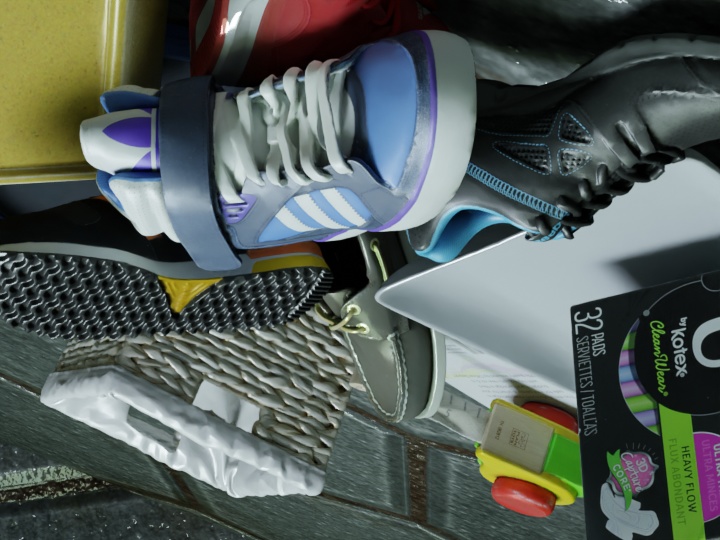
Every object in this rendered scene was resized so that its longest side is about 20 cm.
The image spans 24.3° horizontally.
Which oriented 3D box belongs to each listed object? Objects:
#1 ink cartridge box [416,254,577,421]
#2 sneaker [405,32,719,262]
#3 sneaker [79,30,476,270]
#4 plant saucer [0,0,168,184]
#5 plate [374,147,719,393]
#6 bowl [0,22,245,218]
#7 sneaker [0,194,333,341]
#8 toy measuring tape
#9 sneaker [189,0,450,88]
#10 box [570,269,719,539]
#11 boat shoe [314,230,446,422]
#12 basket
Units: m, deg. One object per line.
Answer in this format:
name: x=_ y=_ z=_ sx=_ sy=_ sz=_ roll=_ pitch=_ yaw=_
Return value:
ink cartridge box: x=0.095 y=0.028 z=1.065 sx=0.200 sy=0.086 sz=0.147 roll=31 pitch=161 yaw=-30
sneaker: x=0.105 y=-0.053 z=0.760 sx=0.200 sy=0.082 sz=0.073 roll=-10 pitch=161 yaw=34
sneaker: x=-0.048 y=-0.055 z=0.750 sx=0.146 sy=0.081 sz=0.200 roll=1 pitch=168 yaw=-22
plant saucer: x=-0.189 y=-0.105 z=0.807 sx=0.200 sy=0.049 sz=0.200 roll=-4 pitch=140 yaw=-15
plate: x=0.141 y=0.001 z=0.889 sx=0.200 sy=0.032 sz=0.199 roll=-25 pitch=146 yaw=35
bowl: x=-0.138 y=-0.061 z=0.951 sx=0.200 sy=0.039 sz=0.201 roll=-11 pitch=142 yaw=-9
sneaker: x=-0.114 y=-0.019 z=0.865 sx=0.200 sy=0.090 sz=0.070 roll=2 pitch=144 yaw=-30
toy measuring tape: x=0.078 y=0.106 z=1.064 sx=0.200 sy=0.074 sz=0.074 roll=24 pitch=163 yaw=-12
sneaker: x=0.000 y=-0.139 z=0.751 sx=0.115 sy=0.079 sz=0.200 roll=4 pitch=163 yaw=-21
box: x=0.224 y=0.083 z=0.856 sx=0.200 sy=0.149 sz=0.124 roll=-14 pitch=147 yaw=23
boat shoe: x=-0.002 y=0.000 z=0.952 sx=0.072 sy=0.060 sz=0.202 roll=11 pitch=120 yaw=50
basket: x=-0.123 y=0.074 z=1.350 sx=0.198 sy=0.161 sz=0.200 roll=29 pitch=161 yaw=-20
